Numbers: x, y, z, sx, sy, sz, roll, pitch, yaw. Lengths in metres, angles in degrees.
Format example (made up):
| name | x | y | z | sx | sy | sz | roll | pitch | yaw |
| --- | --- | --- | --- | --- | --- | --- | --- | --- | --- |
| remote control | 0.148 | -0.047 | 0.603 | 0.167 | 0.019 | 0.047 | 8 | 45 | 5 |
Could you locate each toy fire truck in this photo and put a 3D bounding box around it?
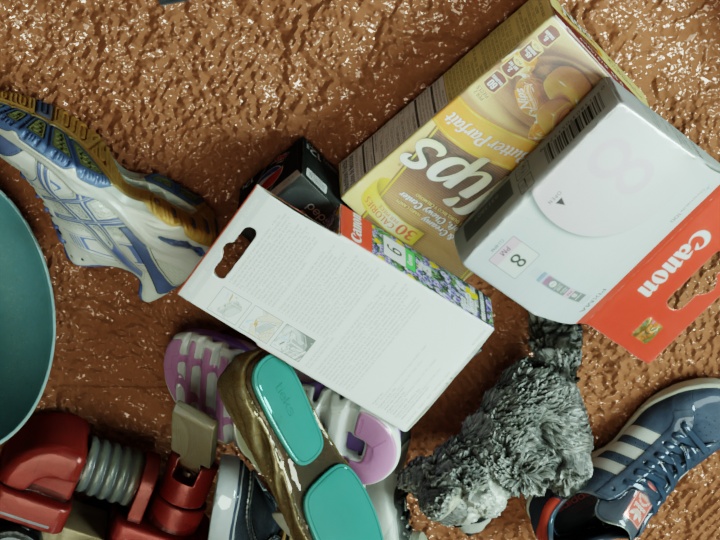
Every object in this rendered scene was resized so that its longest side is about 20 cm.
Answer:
| name | x | y | z | sx | sy | sz | roll | pitch | yaw |
| --- | --- | --- | --- | --- | --- | --- | --- | --- | --- |
| toy fire truck | -0.185 | 0.158 | 1.384 | 0.175 | 0.129 | 0.201 | 21 | 109 | -12 |

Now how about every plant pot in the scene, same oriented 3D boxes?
| name | x | y | z | sx | sy | sz | roll | pitch | yaw |
| --- | --- | --- | --- | --- | --- | --- | --- | --- | --- |
| plant pot | -0.333 | 0.034 | 1.281 | 0.134 | 0.200 | 0.201 | -8 | 123 | 32 |

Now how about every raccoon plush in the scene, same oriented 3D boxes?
| name | x | y | z | sx | sy | sz | roll | pitch | yaw |
| --- | --- | --- | --- | --- | --- | --- | --- | --- | --- |
| raccoon plush | 0.093 | 0.101 | 1.362 | 0.133 | 0.097 | 0.202 | -6 | 93 | -17 |

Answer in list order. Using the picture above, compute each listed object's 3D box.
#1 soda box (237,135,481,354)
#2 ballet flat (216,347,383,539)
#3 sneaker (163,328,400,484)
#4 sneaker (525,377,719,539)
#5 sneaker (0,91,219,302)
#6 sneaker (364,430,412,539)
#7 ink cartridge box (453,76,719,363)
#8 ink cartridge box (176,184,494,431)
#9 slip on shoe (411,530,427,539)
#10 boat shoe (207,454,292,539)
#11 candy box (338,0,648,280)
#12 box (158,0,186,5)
| name | x | y | z | sx | sy | sz | roll | pitch | yaw |
| --- | --- | --- | --- | --- | --- | --- | --- | --- | --- |
| soda box | 0.000 | 0.000 | 1.324 | 0.071 | 0.063 | 0.200 | -38 | 113 | 19 |
| ballet flat | -0.048 | 0.149 | 1.313 | 0.072 | 0.068 | 0.201 | -14 | 109 | 51 |
| sneaker | -0.051 | 0.091 | 1.370 | 0.199 | 0.089 | 0.081 | 20 | 123 | 13 |
| sneaker | 0.220 | 0.164 | 1.408 | 0.200 | 0.085 | 0.075 | -38 | 114 | 19 |
| sneaker | -0.200 | -0.046 | 1.287 | 0.199 | 0.075 | 0.088 | 34 | 114 | -18 |
| sneaker | 0.020 | 0.216 | 1.411 | 0.079 | 0.074 | 0.202 | 10 | 95 | 12 |
| ink cartridge box | 0.191 | -0.021 | 1.271 | 0.200 | 0.057 | 0.163 | 35 | 114 | -21 |
| ink cartridge box | -0.017 | 0.019 | 1.269 | 0.199 | 0.050 | 0.109 | 32 | 115 | -16 |
| slip on shoe | 0.041 | 0.305 | 1.496 | 0.061 | 0.074 | 0.201 | -7 | 115 | 12 |
| boat shoe | -0.067 | 0.203 | 1.402 | 0.090 | 0.071 | 0.201 | 6 | 150 | 3 |
| candy box | 0.094 | -0.088 | 1.278 | 0.200 | 0.055 | 0.115 | -40 | 114 | 18 |
| box | -0.089 | -0.286 | 1.134 | 0.121 | 0.106 | 0.201 | -10 | 120 | 6 |
